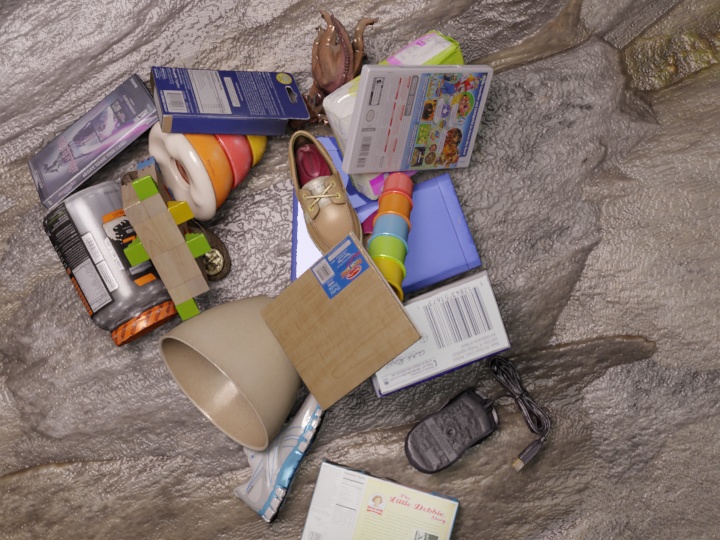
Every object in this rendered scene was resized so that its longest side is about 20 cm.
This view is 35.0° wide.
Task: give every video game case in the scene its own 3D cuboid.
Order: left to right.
[{"bbox_3d":[-0.364,-0.179,1.558,0.199,0.143,0.019,-39,126,-1],"label":"video game case"},{"bbox_3d":[0.075,-0.197,1.485,0.197,0.018,0.145,-6,123,-32],"label":"video game case"}]

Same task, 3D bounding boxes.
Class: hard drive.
[{"bbox_3d":[-0.030,-0.084,1.597,0.130,0.025,0.204,1,88,1],"label":"hard drive"},{"bbox_3d":[0.050,-0.035,1.561,0.197,0.025,0.134,-21,88,-2],"label":"hard drive"}]

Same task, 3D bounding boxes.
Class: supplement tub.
[{"bbox_3d":[-0.334,-0.007,1.550,0.121,0.123,0.202,-29,88,0],"label":"supplement tub"}]

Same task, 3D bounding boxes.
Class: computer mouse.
[{"bbox_3d":[0.163,0.229,1.575,0.199,0.046,0.141,-39,84,-12],"label":"computer mouse"}]

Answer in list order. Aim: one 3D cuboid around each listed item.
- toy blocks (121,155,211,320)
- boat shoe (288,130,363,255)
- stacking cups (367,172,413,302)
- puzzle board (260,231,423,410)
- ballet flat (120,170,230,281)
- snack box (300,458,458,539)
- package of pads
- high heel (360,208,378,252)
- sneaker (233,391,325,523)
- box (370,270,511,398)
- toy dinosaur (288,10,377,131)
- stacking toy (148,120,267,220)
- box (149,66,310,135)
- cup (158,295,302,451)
[{"bbox_3d":[-0.257,-0.056,1.499,0.099,0.137,0.202,-24,119,-1],"label":"toy blocks"},{"bbox_3d":[-0.054,-0.100,1.511,0.073,0.067,0.202,-26,58,1],"label":"boat shoe"},{"bbox_3d":[0.033,-0.042,1.450,0.059,0.061,0.202,7,47,1],"label":"stacking cups"},{"bbox_3d":[-0.026,0.064,1.400,0.200,0.017,0.152,-40,81,39],"label":"puzzle board"},{"bbox_3d":[-0.259,-0.063,1.588,0.067,0.046,0.200,-43,88,-1],"label":"ballet flat"},{"bbox_3d":[0.026,0.345,1.573,0.197,0.037,0.118,17,88,1],"label":"snack box"},{"bbox_3d":[0.058,-0.209,1.524,0.199,0.156,0.068,-34,43,-11],"label":"package of pads"},{"bbox_3d":[0.000,0.000,1.490,0.067,0.096,0.202,27,88,1],"label":"high heel"},{"bbox_3d":[-0.112,0.238,1.565,0.086,0.075,0.202,27,88,7],"label":"sneaker"},{"bbox_3d":[0.090,0.084,1.501,0.181,0.200,0.106,-20,88,0],"label":"box"},{"bbox_3d":[-0.035,-0.263,1.534,0.085,0.200,0.138,15,73,-7],"label":"toy dinosaur"},{"bbox_3d":[-0.176,-0.173,1.564,0.199,0.146,0.147,-32,88,-25],"label":"stacking toy"},{"bbox_3d":[-0.174,-0.225,1.521,0.197,0.122,0.033,-2,131,-19],"label":"box"},{"bbox_3d":[-0.150,0.117,1.524,0.200,0.200,0.143,45,65,2],"label":"cup"}]
